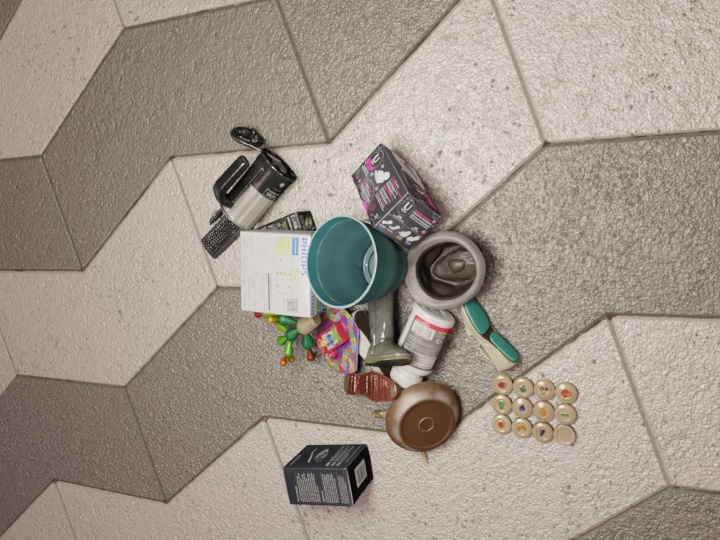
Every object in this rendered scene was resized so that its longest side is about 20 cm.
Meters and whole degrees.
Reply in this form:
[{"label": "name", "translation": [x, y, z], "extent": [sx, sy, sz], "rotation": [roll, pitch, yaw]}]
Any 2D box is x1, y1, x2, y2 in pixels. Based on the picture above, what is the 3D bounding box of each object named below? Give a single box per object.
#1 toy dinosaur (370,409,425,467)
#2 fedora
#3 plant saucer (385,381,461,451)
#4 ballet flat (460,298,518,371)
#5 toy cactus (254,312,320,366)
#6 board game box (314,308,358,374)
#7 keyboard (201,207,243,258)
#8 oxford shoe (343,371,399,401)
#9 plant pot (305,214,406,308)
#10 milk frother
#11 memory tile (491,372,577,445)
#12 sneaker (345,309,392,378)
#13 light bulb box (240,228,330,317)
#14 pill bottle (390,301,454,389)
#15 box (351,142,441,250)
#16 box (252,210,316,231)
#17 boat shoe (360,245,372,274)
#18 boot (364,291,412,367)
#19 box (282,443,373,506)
[{"label": "toy dinosaur", "translation": [0.121, 0.407, 1.483], "extent": [0.199, 0.058, 0.102], "rotation": [40, 127, 7]}, {"label": "fedora", "translation": [0.209, -0.004, 1.352], "extent": [0.198, 0.090, 0.179], "rotation": [-27, 86, 31]}, {"label": "plant saucer", "translation": [0.159, 0.371, 1.403], "extent": [0.196, 0.037, 0.204], "rotation": [-3, 110, -9]}, {"label": "ballet flat", "translation": [0.292, 0.156, 1.361], "extent": [0.069, 0.069, 0.201], "rotation": [-41, 82, 22]}, {"label": "toy cactus", "translation": [-0.172, 0.159, 1.469], "extent": [0.164, 0.102, 0.201], "rotation": [-31, 100, 35]}, {"label": "board game box", "translation": [-0.075, 0.184, 1.486], "extent": [0.157, 0.039, 0.204], "rotation": [24, 123, 38]}, {"label": "keyboard", "translation": [-0.390, -0.127, 1.617], "extent": [0.199, 0.040, 0.105], "rotation": [-41, 82, 22]}, {"label": "oxford shoe", "translation": [0.041, 0.290, 1.444], "extent": [0.198, 0.074, 0.072], "rotation": [-1, 82, 53]}, {"label": "plant pot", "translation": [0.007, -0.014, 1.313], "extent": [0.197, 0.187, 0.205], "rotation": [-3, 85, 35]}, {"label": "milk frother", "translation": [-0.302, -0.252, 1.514], "extent": [0.188, 0.179, 0.201], "rotation": [-44, 41, 16]}, {"label": "memory tile", "translation": [0.411, 0.331, 1.358], "extent": [0.196, 0.017, 0.157], "rotation": [4, 100, 22]}, {"label": "sneaker", "translation": [0.024, 0.201, 1.486], "extent": [0.084, 0.072, 0.202], "rotation": [-30, 89, 50]}, {"label": "light bulb box", "translation": [-0.182, 0.001, 1.406], "extent": [0.196, 0.124, 0.203], "rotation": [5, 99, 22]}, {"label": "pill bottle", "translation": [0.145, 0.186, 1.398], "extent": [0.109, 0.110, 0.203], "rotation": [27, 107, 17]}, {"label": "box", "translation": [0.081, -0.172, 1.314], "extent": [0.115, 0.131, 0.202], "rotation": [-43, 42, 23]}, {"label": "box", "translation": [-0.186, -0.037, 1.518], "extent": [0.161, 0.086, 0.204], "rotation": [-19, 90, 24]}, {"label": "boat shoe", "translation": [0.000, 0.000, 1.453], "extent": [0.062, 0.072, 0.202], "rotation": [35, 107, 17]}, {"label": "boot", "translation": [0.068, 0.127, 1.384], "extent": [0.180, 0.072, 0.204], "rotation": [-13, 62, 53]}, {"label": "box", "translation": [-0.087, 0.546, 1.531], "extent": [0.197, 0.148, 0.106], "rotation": [-9, 95, 25]}]
